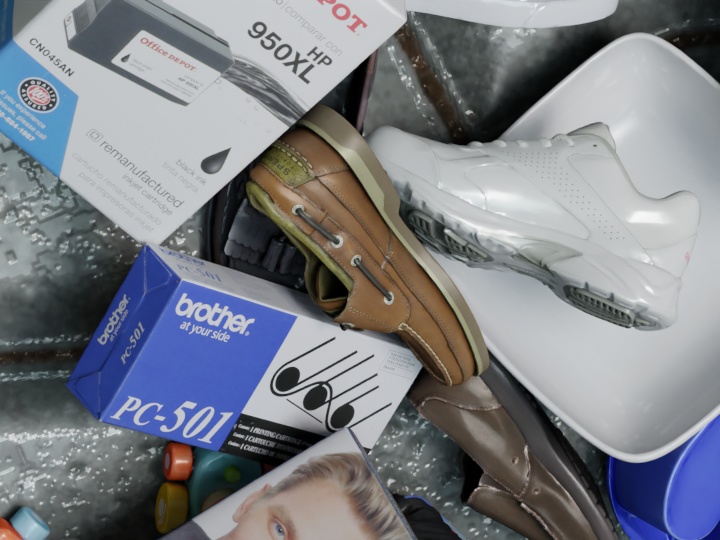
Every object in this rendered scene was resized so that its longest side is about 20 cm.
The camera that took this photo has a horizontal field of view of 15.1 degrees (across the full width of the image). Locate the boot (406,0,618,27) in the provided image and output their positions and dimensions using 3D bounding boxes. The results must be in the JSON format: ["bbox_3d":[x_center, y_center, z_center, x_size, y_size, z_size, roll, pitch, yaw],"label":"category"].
[{"bbox_3d":[0.057,-0.194,1.495,0.199,0.074,0.096,3,116,-17],"label":"boot"}]

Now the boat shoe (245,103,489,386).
[{"bbox_3d":[0.000,0.000,1.498,0.068,0.072,0.200,-43,122,-13],"label":"boat shoe"}]

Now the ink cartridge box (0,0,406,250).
[{"bbox_3d":[-0.094,-0.131,1.433,0.200,0.084,0.145,-41,116,21],"label":"ink cartridge box"}]

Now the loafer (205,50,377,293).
[{"bbox_3d":[-0.037,-0.060,1.518,0.072,0.063,0.200,12,104,-20],"label":"loafer"}]

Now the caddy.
[{"bbox_3d":[0.241,0.099,1.637,0.141,0.105,0.200,39,92,-24],"label":"caddy"}]

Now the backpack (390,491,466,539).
[{"bbox_3d":[0.026,0.264,1.603,0.183,0.147,0.200,-35,117,-1],"label":"backpack"}]

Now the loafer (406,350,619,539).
[{"bbox_3d":[0.092,0.120,1.624,0.071,0.073,0.200,-32,110,6],"label":"loafer"}]

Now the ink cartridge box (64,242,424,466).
[{"bbox_3d":[-0.061,0.055,1.520,0.200,0.044,0.094,19,107,-44],"label":"ink cartridge box"}]

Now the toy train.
[{"bbox_3d":[-0.135,0.153,1.564,0.200,0.056,0.150,-42,115,0],"label":"toy train"}]

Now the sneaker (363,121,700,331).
[{"bbox_3d":[0.097,-0.044,1.504,0.200,0.078,0.100,24,76,2],"label":"sneaker"}]

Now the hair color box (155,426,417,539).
[{"bbox_3d":[-0.066,0.179,1.507,0.200,0.061,0.100,-31,83,-1],"label":"hair color box"}]

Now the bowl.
[{"bbox_3d":[0.158,-0.009,1.562,0.200,0.075,0.200,-44,83,-1],"label":"bowl"}]
